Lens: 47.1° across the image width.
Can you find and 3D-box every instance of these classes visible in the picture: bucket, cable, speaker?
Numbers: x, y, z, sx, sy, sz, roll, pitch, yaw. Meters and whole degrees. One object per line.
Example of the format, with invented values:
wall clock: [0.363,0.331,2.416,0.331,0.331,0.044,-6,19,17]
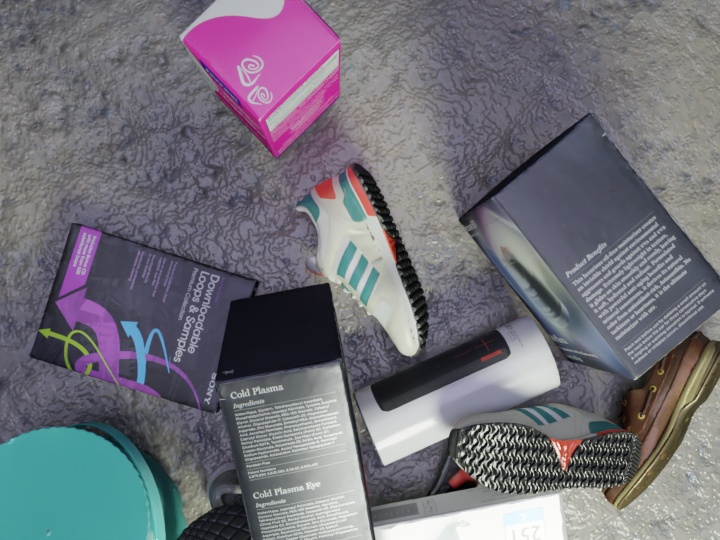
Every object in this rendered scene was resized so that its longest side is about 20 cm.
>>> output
bucket: [-0.266,0.243,0.762,0.204,0.135,0.210,1,70,-2]
cable: [0.083,0.240,0.843,0.199,0.050,0.098,-31,90,-5]
speaker: [0.097,0.120,0.835,0.198,0.081,0.082,-23,89,-2]

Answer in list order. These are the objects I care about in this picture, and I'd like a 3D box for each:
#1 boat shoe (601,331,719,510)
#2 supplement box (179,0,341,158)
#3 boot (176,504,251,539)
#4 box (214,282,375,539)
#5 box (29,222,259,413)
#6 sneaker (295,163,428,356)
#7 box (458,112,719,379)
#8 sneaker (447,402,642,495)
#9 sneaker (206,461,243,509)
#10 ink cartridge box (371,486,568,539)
boat shoe: [0.303,0.150,0.855,0.067,0.072,0.201,32,96,32]
supplement box: [-0.085,-0.190,0.778,0.103,0.200,0.101,-44,90,-3]
boot: [-0.148,0.321,0.749,0.067,0.131,0.201,19,59,22]
box: [-0.056,0.133,0.745,0.103,0.200,0.184,-11,108,-2]
box: [-0.219,0.049,0.846,0.198,0.036,0.145,17,87,-3]
sneaker: [0.000,0.000,0.843,0.093,0.070,0.202,-22,91,15]
box: [0.207,-0.017,0.786,0.123,0.200,0.199,-38,89,-3]
sneaker: [0.170,0.168,0.815,0.197,0.093,0.071,4,99,-15]
sneaker: [-0.078,0.276,0.815,0.200,0.092,0.076,40,86,-1]
ink cartridge box: [0.109,0.307,0.821,0.198,0.045,0.178,-10,104,-2]
